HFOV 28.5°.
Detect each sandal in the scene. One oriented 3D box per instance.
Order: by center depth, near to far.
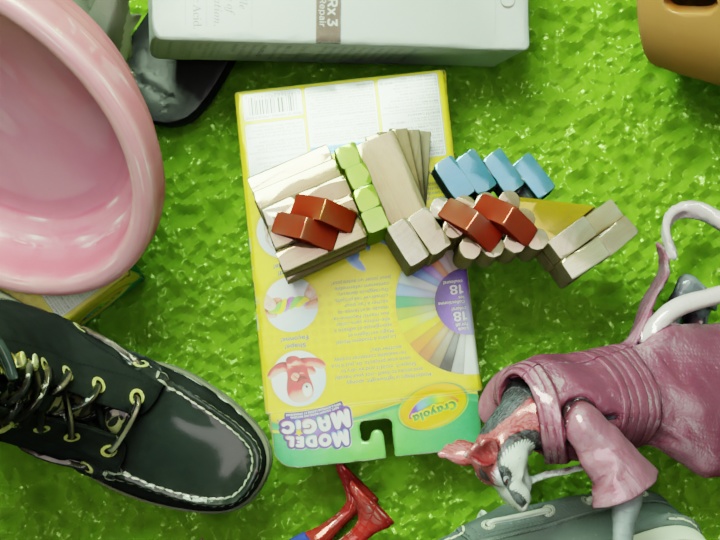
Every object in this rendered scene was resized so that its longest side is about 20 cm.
[{"bbox_3d":[-0.073,-0.174,0.799,0.076,0.043,0.201,23,86,6],"label":"sandal"}]

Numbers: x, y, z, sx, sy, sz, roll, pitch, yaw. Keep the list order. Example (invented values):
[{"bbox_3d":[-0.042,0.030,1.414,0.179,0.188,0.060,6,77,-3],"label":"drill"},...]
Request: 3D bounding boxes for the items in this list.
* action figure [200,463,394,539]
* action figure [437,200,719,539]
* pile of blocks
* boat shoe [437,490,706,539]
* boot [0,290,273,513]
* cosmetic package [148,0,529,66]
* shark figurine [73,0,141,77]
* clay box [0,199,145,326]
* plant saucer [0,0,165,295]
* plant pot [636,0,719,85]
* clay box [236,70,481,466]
[{"bbox_3d":[-0.073,0.182,0.753,0.200,0.065,0.052,-45,110,-3],"label":"action figure"},{"bbox_3d":[0.127,0.062,0.687,0.134,0.199,0.150,33,122,45],"label":"action figure"},{"bbox_3d":[0.041,-0.035,0.707,0.199,0.062,0.083,1,83,-1],"label":"pile of blocks"},{"bbox_3d":[0.080,0.156,0.737,0.199,0.062,0.073,-10,119,-5],"label":"boat shoe"},{"bbox_3d":[-0.144,0.066,0.682,0.203,0.154,0.074,27,89,3],"label":"boot"},{"bbox_3d":[-0.013,-0.164,0.755,0.199,0.074,0.102,-1,91,-9],"label":"cosmetic package"},{"bbox_3d":[-0.156,-0.126,0.721,0.089,0.214,0.129,1,92,-17],"label":"shark figurine"},{"bbox_3d":[-0.234,0.017,0.788,0.200,0.048,0.115,-36,85,0],"label":"clay box"},{"bbox_3d":[-0.182,-0.076,0.695,0.200,0.201,0.051,23,48,6],"label":"plant saucer"},{"bbox_3d":[0.220,-0.168,0.717,0.139,0.200,0.201,5,84,21],"label":"plant pot"},{"bbox_3d":[0.000,0.000,0.766,0.114,0.048,0.201,-6,85,1],"label":"clay box"}]
